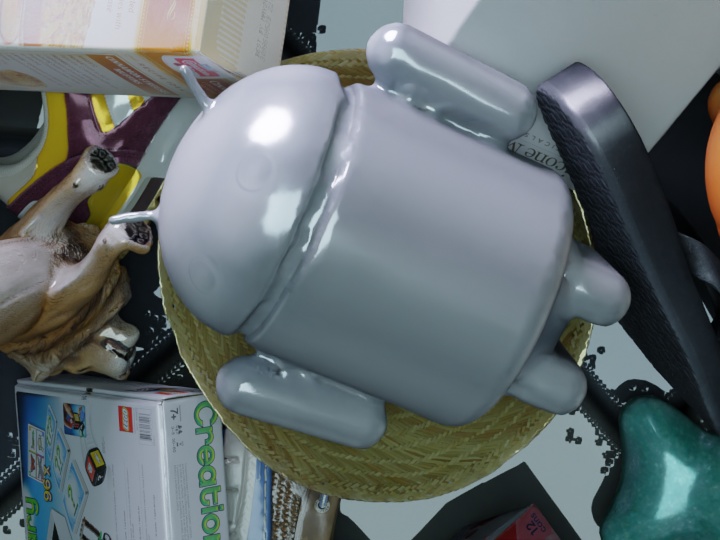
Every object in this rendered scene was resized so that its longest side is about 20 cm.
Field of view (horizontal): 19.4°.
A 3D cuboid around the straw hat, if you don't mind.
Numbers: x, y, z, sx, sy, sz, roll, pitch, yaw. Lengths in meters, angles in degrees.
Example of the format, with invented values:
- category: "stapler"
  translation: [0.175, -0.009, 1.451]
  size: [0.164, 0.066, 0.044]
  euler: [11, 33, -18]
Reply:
- category: "straw hat"
  translation: [0.000, 0.000, 0.941]
  size: [0.201, 0.085, 0.201]
  euler: [0, 90, -14]

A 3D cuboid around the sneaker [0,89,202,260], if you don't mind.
- category: "sneaker"
  translation: [-0.097, -0.104, 0.946]
  size: [0.090, 0.075, 0.200]
  euler: [30, 94, -6]

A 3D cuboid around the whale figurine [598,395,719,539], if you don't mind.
- category: "whale figurine"
  translation: [0.209, 0.110, 0.936]
  size: [0.200, 0.104, 0.159]
  euler: [11, 95, 5]

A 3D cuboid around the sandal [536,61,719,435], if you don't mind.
- category: "sandal"
  translation: [0.129, -0.005, 0.868]
  size: [0.043, 0.076, 0.200]
  euler: [-31, 131, -5]

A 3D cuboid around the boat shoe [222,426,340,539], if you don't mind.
- category: "boat shoe"
  translation: [-0.028, 0.152, 0.964]
  size: [0.072, 0.072, 0.200]
  euler: [1, 94, 2]

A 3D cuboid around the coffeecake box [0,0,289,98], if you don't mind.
- category: "coffeecake box"
  translation: [-0.127, -0.157, 0.895]
  size: [0.200, 0.073, 0.154]
  euler: [5, 80, 24]

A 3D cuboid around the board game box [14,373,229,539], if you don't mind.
- category: "board game box"
  translation: [-0.105, 0.149, 0.946]
  size: [0.035, 0.126, 0.200]
  euler: [-7, 96, -38]

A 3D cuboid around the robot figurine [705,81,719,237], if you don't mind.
- category: "robot figurine"
  translation: [0.206, -0.016, 0.846]
  size: [0.117, 0.200, 0.144]
  euler: [-11, 52, 18]

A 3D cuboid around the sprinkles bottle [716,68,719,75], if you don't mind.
- category: "sprinkles bottle"
  translation: [0.208, -0.091, 0.937]
  size: [0.200, 0.068, 0.068]
  euler: [38, 95, -1]

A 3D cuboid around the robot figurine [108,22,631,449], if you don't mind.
- category: "robot figurine"
  translation: [0.005, -0.010, 0.840]
  size: [0.200, 0.113, 0.170]
  euler: [24, 96, -12]

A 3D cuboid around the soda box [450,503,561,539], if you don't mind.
- category: "soda box"
  translation: [0.100, 0.207, 0.955]
  size: [0.063, 0.070, 0.200]
  euler: [-37, 92, -30]

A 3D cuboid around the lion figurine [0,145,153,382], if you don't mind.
- category: "lion figurine"
  translation: [-0.159, 0.015, 0.870]
  size: [0.122, 0.200, 0.072]
  euler: [-43, 71, 35]

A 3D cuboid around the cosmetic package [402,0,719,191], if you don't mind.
- category: "cosmetic package"
  translation: [0.107, -0.134, 0.847]
  size: [0.108, 0.085, 0.200]
  euler: [21, 131, -16]
